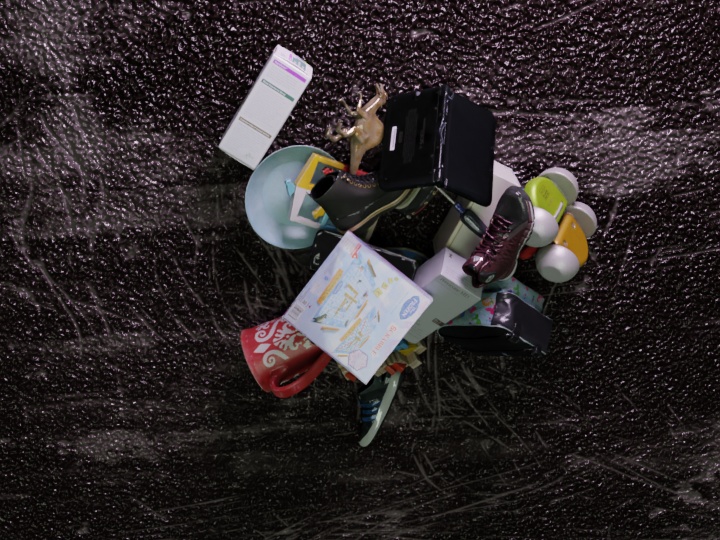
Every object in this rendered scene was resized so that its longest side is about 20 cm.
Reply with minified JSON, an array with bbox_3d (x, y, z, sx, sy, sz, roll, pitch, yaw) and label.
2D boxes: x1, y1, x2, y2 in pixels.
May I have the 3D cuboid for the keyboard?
[{"bbox_3d":[0.000,0.000,1.551,0.198,0.040,0.105,19,94,2],"label":"keyboard"}]

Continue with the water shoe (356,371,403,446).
[{"bbox_3d":[0.026,0.282,1.789,0.078,0.071,0.201,27,110,9],"label":"water shoe"}]

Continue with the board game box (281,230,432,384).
[{"bbox_3d":[-0.005,0.067,1.516,0.199,0.041,0.200,39,99,-1],"label":"board game box"}]

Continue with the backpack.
[{"bbox_3d":[0.255,0.095,1.635,0.177,0.152,0.199,29,151,-35],"label":"backpack"}]

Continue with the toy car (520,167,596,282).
[{"bbox_3d":[0.343,-0.083,1.579,0.149,0.175,0.200,-8,128,45],"label":"toy car"}]

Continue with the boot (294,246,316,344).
[{"bbox_3d":[-0.062,0.057,1.592,0.199,0.069,0.175,19,75,13],"label":"boot"}]

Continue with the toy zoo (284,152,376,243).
[{"bbox_3d":[-0.050,-0.136,1.556,0.199,0.020,0.132,17,105,-26],"label":"toy zoo"}]

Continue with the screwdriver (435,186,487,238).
[{"bbox_3d":[0.160,-0.132,1.497,0.200,0.028,0.029,46,138,-14],"label":"screwdriver"}]

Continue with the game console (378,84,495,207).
[{"bbox_3d":[0.138,-0.213,1.483,0.174,0.202,0.116,-6,152,25],"label":"game console"}]

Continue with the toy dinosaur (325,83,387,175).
[{"bbox_3d":[-0.006,-0.242,1.491,0.100,0.058,0.202,14,100,-27],"label":"toy dinosaur"}]

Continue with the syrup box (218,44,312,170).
[{"bbox_3d":[-0.167,-0.290,1.481,0.081,0.079,0.200,31,111,-16],"label":"syrup box"}]

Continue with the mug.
[{"bbox_3d":[-0.115,0.161,1.665,0.199,0.179,0.134,-24,157,5],"label":"mug"}]

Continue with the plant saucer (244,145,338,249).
[{"bbox_3d":[-0.122,-0.140,1.563,0.199,0.039,0.203,-7,115,-16],"label":"plant saucer"}]

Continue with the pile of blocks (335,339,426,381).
[{"bbox_3d":[0.048,0.181,1.699,0.198,0.062,0.082,-13,140,-14],"label":"pile of blocks"}]

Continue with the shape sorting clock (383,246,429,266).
[{"bbox_3d":[0.067,0.043,1.677,0.198,0.039,0.202,-1,116,-2],"label":"shape sorting clock"}]

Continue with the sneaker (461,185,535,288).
[{"bbox_3d":[0.237,-0.045,1.466,0.115,0.076,0.201,-28,138,-35],"label":"sneaker"}]

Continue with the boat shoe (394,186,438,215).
[{"bbox_3d":[0.133,-0.190,1.556,0.202,0.074,0.063,-49,147,8],"label":"boat shoe"}]

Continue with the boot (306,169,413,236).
[{"bbox_3d":[0.011,-0.160,1.493,0.200,0.077,0.138,-46,137,1],"label":"boot"}]

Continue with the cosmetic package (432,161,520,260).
[{"bbox_3d":[0.215,-0.105,1.576,0.073,0.104,0.201,23,112,-11],"label":"cosmetic package"}]

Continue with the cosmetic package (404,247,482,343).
[{"bbox_3d":[0.131,0.051,1.585,0.101,0.074,0.200,31,137,-19],"label":"cosmetic package"}]
